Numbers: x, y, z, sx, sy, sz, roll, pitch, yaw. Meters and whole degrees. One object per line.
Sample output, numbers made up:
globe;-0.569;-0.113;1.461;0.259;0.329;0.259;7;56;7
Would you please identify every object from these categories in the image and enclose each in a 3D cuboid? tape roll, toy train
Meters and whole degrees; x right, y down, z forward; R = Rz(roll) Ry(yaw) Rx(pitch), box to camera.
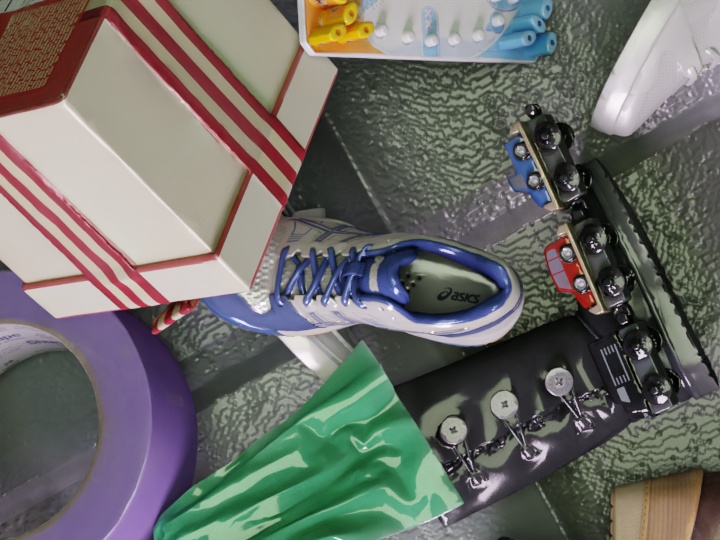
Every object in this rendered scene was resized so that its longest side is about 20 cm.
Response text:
tape roll;-0.207;0.106;1.179;0.198;0.085;0.202;-4;75;14
toy train;0.135;-0.005;1.140;0.046;0.034;0.202;-26;82;25

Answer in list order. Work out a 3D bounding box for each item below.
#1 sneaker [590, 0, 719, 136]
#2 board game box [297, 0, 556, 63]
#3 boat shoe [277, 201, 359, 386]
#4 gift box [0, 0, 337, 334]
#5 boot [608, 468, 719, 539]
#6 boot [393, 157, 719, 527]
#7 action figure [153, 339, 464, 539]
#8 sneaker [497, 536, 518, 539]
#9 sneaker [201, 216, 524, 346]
sneaker;0.235;-0.147;1.171;0.115;0.074;0.201;34;92;6
board game box;0.042;-0.228;1.140;0.026;0.199;0.202;-2;91;48
boat shoe;-0.048;-0.017;1.204;0.068;0.072;0.201;-36;78;7
gift box;-0.141;-0.088;1.094;0.187;0.199;0.186;46;56;-35
boot;0.236;0.225;1.178;0.165;0.072;0.202;1;88;7
boot;0.101;0.046;1.197;0.199;0.066;0.166;-27;81;12
action figure;-0.051;0.145;1.149;0.199;0.055;0.119;-31;68;-5
sneaker;0.083;0.238;1.192;0.199;0.115;0.075;-28;130;35
sneaker;0.000;0.000;1.128;0.198;0.088;0.076;2;80;0
